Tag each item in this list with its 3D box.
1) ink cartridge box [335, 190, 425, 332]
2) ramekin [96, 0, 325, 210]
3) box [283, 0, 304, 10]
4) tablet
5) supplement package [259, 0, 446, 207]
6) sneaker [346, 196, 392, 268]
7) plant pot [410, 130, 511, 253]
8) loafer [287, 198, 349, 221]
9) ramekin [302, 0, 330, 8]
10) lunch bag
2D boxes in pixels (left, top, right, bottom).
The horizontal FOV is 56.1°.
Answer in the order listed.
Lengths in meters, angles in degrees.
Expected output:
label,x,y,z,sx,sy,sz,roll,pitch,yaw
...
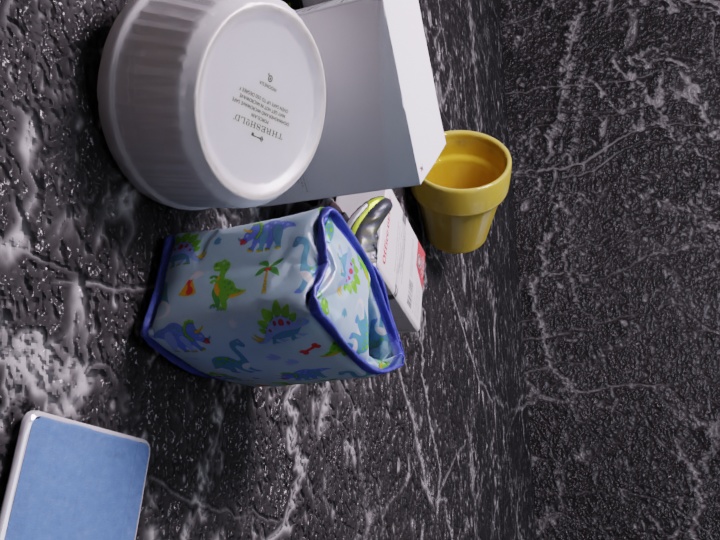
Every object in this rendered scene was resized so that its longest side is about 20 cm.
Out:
label,x,y,z,sx,sy,sz,roll,pitch,yaw
ink cartridge box,0.028,-0.015,1.012,0.201,0.082,0.149,56,35,-51
ramekin,-0.112,-0.147,0.580,0.201,0.093,0.206,-27,124,-49
box,-0.054,-0.315,0.928,0.193,0.047,0.203,-36,117,-68
tablet,-0.203,0.209,0.461,0.130,0.013,0.203,45,43,-58
supplement package,-0.028,-0.196,0.755,0.147,0.197,0.194,-56,136,-58
sneaker,0.000,0.000,0.860,0.074,0.080,0.202,91,24,-77
plant pot,0.198,-0.147,1.358,0.202,0.197,0.191,-73,163,-44
loafer,-0.069,-0.056,0.818,0.064,0.071,0.200,60,19,-6
ramekin,-0.001,-0.363,0.875,0.200,0.103,0.204,-8,90,-69
lunch bag,-0.066,0.046,0.620,0.201,0.167,0.129,56,34,-49
